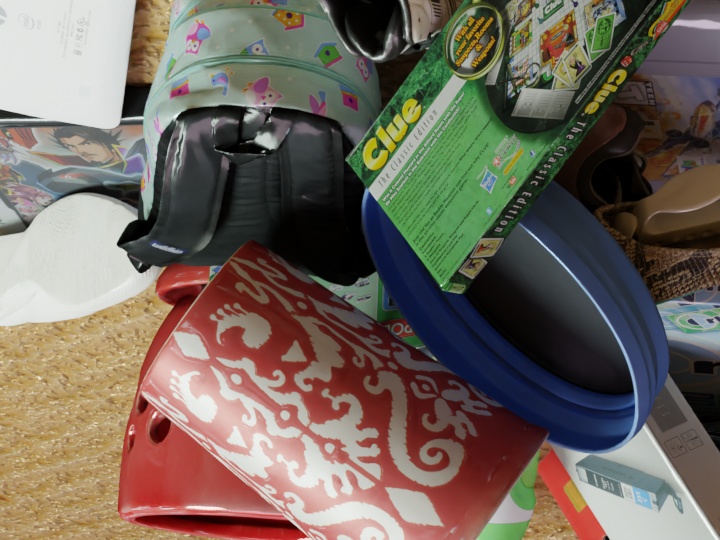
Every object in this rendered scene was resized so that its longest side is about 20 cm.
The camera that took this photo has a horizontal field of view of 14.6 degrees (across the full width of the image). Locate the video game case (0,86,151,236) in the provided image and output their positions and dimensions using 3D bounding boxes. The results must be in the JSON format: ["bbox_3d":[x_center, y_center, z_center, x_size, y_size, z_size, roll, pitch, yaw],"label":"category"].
[{"bbox_3d":[-0.167,-0.061,1.795,0.199,0.026,0.181,1,153,19],"label":"video game case"}]

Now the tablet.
[{"bbox_3d":[-0.194,-0.148,1.612,0.129,0.014,0.200,12,148,-2],"label":"tablet"}]

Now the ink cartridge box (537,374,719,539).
[{"bbox_3d":[0.181,0.172,1.762,0.045,0.201,0.176,-21,160,-33],"label":"ink cartridge box"}]

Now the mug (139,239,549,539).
[{"bbox_3d":[-0.016,0.090,1.584,0.200,0.134,0.178,36,166,3],"label":"mug"}]

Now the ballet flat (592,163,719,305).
[{"bbox_3d":[0.216,-0.030,1.524,0.199,0.068,0.076,-11,133,-7],"label":"ballet flat"}]

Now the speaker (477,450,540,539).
[{"bbox_3d":[0.079,0.066,1.760,0.088,0.201,0.088,7,-173,-1],"label":"speaker"}]

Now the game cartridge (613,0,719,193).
[{"bbox_3d":[0.188,-0.090,1.558,0.132,0.042,0.200,7,146,19],"label":"game cartridge"}]

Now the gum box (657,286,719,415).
[{"bbox_3d":[0.224,0.039,1.767,0.169,0.045,0.200,4,157,10],"label":"gum box"}]

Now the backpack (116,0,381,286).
[{"bbox_3d":[-0.058,-0.080,1.600,0.166,0.127,0.200,-1,154,-2],"label":"backpack"}]

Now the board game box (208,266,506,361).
[{"bbox_3d":[0.000,0.000,1.707,0.199,0.135,0.029,-10,151,23],"label":"board game box"}]

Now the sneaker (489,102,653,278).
[{"bbox_3d":[0.122,-0.030,1.575,0.081,0.077,0.200,21,153,14],"label":"sneaker"}]

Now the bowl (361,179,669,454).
[{"bbox_3d":[0.086,0.012,1.537,0.200,0.039,0.201,37,154,21],"label":"bowl"}]

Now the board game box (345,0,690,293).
[{"bbox_3d":[0.078,-0.096,1.430,0.023,0.105,0.200,9,126,-49],"label":"board game box"}]

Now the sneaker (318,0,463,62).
[{"bbox_3d":[0.021,-0.140,1.491,0.075,0.088,0.200,-13,148,37],"label":"sneaker"}]

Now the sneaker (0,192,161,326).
[{"bbox_3d":[-0.178,-0.001,1.833,0.088,0.076,0.199,14,164,-40],"label":"sneaker"}]

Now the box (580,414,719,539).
[{"bbox_3d":[0.281,0.159,1.848,0.199,0.124,0.198,-1,-176,-36],"label":"box"}]

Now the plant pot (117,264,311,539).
[{"bbox_3d":[-0.055,0.083,1.838,0.199,0.184,0.200,2,171,0],"label":"plant pot"}]
